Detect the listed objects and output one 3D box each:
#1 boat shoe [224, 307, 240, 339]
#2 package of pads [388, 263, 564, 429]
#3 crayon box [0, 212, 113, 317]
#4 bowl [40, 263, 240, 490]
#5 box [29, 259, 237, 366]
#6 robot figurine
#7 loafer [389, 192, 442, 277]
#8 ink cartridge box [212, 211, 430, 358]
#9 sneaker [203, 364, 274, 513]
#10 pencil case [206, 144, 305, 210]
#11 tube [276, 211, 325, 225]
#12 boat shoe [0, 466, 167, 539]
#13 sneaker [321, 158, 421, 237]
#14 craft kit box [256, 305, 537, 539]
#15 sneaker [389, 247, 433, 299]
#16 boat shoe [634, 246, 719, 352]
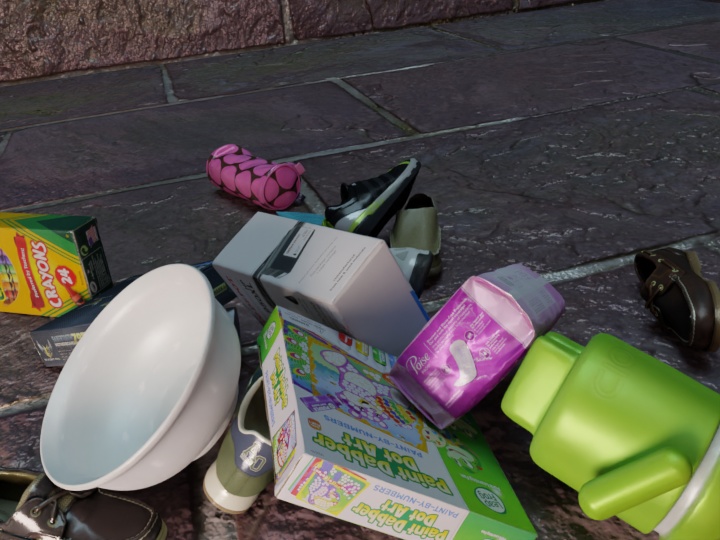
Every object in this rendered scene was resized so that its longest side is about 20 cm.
[{"bbox_3d":[-0.174,0.096,0.759,0.085,0.075,0.202,-6,24,-3],"label":"boat shoe"},{"bbox_3d":[0.112,0.058,0.656,0.076,0.121,0.200,44,17,14],"label":"package of pads"},{"bbox_3d":[-0.426,-0.007,0.954,0.198,0.128,0.051,3,28,19],"label":"crayon box"},{"bbox_3d":[-0.168,0.102,0.617,0.200,0.090,0.202,-26,42,26],"label":"bowl"},{"bbox_3d":[-0.256,0.048,0.830,0.199,0.051,0.158,-9,19,42],"label":"box"},{"bbox_3d":[0.209,0.126,0.548,0.199,0.116,0.175,30,10,20],"label":"robot figurine"},{"bbox_3d":[0.073,-0.049,1.004,0.075,0.068,0.200,-6,24,6],"label":"loafer"},{"bbox_3d":[-0.038,0.029,0.751,0.199,0.145,0.084,16,58,46],"label":"ink cartridge box"},{"bbox_3d":[-0.071,0.118,0.659,0.067,0.090,0.201,32,33,-5],"label":"sneaker"},{"bbox_3d":[-0.184,-0.166,1.268,0.199,0.091,0.094,25,75,43],"label":"pencil case"},{"bbox_3d":[-0.067,-0.054,1.068,0.077,0.051,0.200,10,18,-21],"label":"tube"},{"bbox_3d":[-0.253,0.196,0.585,0.198,0.065,0.073,0,27,11],"label":"boat shoe"},{"bbox_3d":[0.015,-0.109,1.013,0.083,0.072,0.200,32,47,10],"label":"sneaker"},{"bbox_3d":[0.018,0.126,0.580,0.199,0.049,0.198,25,21,-23],"label":"craft kit box"},{"bbox_3d":[0.000,0.000,0.810,0.115,0.076,0.200,23,-11,-12],"label":"sneaker"},{"bbox_3d":[0.342,0.029,0.801,0.070,0.071,0.200,7,20,10],"label":"boat shoe"}]
